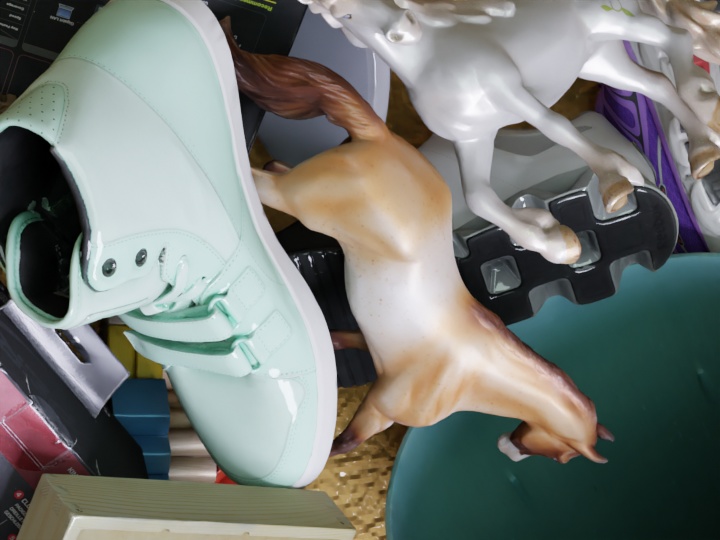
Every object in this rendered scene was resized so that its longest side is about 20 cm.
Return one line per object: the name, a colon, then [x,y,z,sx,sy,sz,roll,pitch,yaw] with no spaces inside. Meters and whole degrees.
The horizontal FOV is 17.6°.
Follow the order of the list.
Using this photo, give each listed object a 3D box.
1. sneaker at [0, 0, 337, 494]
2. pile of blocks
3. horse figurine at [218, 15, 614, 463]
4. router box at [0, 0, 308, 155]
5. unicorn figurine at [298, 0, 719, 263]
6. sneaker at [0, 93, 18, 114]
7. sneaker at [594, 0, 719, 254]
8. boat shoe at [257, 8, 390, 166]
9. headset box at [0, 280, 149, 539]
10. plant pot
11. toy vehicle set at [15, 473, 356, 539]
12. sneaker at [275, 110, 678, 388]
sneaker: [-0.077,0.014,0.812,0.118,0.073,0.201,-46,127,-48]
pile of blocks: [-0.073,0.101,0.940,0.062,0.082,0.201,0,90,-12]
horse figurine: [0.000,0.000,0.867,0.050,0.132,0.201,-49,123,-50]
router box: [-0.125,-0.106,0.898,0.199,0.062,0.150,17,124,-12]
unicorn figurine: [0.060,-0.077,0.873,0.137,0.074,0.200,49,36,13]
sneaker: [-0.185,-0.007,0.892,0.199,0.071,0.113,4,130,-3]
sneaker: [0.119,-0.096,0.988,0.080,0.083,0.201,-5,77,-31]
boat shoe: [-0.016,-0.136,0.955,0.070,0.071,0.201,-37,123,-51]
headset box: [-0.178,0.077,0.843,0.200,0.075,0.149,-33,121,6]
plant pot: [0.133,0.120,0.931,0.200,0.200,0.161,-39,127,-9]
toy vehicle set: [-0.092,0.168,0.852,0.124,0.027,0.201,9,113,-38]
sneaker: [0.024,-0.014,0.959,0.199,0.089,0.074,-14,129,-2]
